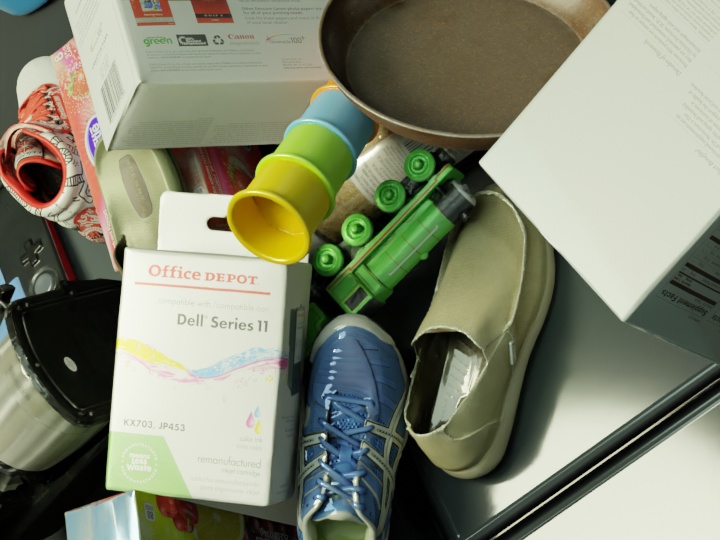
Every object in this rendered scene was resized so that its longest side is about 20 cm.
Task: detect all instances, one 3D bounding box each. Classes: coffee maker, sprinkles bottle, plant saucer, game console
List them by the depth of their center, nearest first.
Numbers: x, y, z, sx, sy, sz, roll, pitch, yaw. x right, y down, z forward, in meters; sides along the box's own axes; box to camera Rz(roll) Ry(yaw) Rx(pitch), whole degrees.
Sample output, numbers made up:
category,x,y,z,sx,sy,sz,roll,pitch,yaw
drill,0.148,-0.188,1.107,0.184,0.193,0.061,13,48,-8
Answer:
category,x,y,z,sx,sy,sz,roll,pitch,yaw
plant saucer,0.071,-0.142,1.371,0.199,0.035,0.201,0,46,0
sprinkles bottle,0.023,-0.083,1.459,0.200,0.068,0.068,-35,60,23
coffee maker,-0.216,0.111,1.531,0.200,0.191,0.135,-45,48,38
game console,-0.308,0.043,1.684,0.200,0.031,0.177,-40,58,20

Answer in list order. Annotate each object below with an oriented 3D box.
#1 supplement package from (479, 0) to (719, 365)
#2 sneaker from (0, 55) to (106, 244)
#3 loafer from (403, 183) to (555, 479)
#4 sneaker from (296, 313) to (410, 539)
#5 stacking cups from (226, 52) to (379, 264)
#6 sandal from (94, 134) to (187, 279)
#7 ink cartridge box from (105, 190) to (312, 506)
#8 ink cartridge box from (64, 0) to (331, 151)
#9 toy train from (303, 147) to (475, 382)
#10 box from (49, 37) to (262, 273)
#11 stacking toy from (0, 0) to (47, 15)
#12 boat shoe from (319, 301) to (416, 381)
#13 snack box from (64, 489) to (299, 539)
category,x,y,z,sx,sy,sz,roll,pitch,yaw
supplement package,0.213,-0.075,1.270,0.200,0.150,0.152,-49,56,14
sneaker,-0.243,-0.108,1.630,0.067,0.108,0.202,-43,57,18
loafer,0.076,0.036,1.388,0.075,0.068,0.201,2,78,36
sneaker,-0.004,0.129,1.379,0.075,0.077,0.201,1,101,1
stacking cups,-0.015,-0.087,1.377,0.060,0.061,0.200,-2,36,35
sandal,-0.142,-0.006,1.456,0.080,0.057,0.202,-29,83,24
ink cartridge box,-0.098,0.048,1.377,0.116,0.067,0.201,4,89,13
ink cartridge box,-0.098,-0.182,1.485,0.084,0.199,0.176,-55,46,50
toy train,0.000,0.000,1.409,0.200,0.042,0.056,-45,69,8
box,-0.146,-0.096,1.566,0.102,0.095,0.201,-33,61,25
stacking toy,-0.302,-0.324,1.749,0.116,0.110,0.201,-40,47,23
boat shoe,-0.042,0.043,1.477,0.200,0.069,0.057,29,90,31
snack box,-0.101,0.245,1.374,0.067,0.200,0.170,-21,65,29
